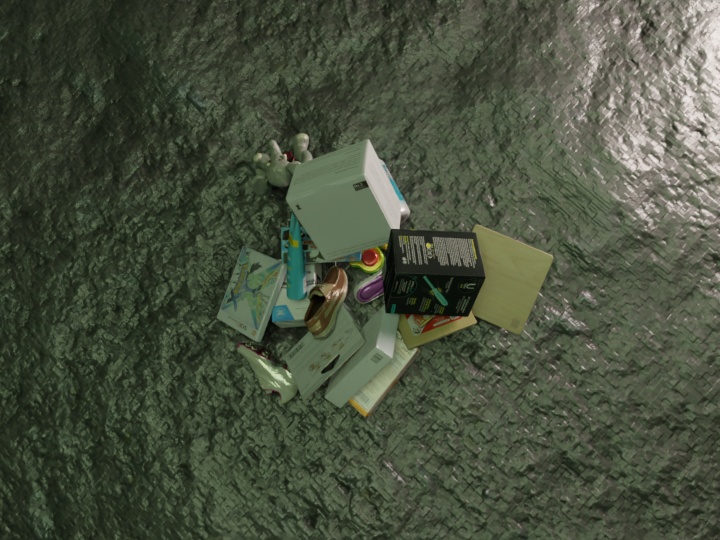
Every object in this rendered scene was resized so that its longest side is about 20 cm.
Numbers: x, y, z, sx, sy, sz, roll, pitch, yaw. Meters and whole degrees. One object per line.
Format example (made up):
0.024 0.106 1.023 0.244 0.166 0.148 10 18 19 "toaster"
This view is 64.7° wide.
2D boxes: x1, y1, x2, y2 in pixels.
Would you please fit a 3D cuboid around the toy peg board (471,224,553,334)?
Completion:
0.336 0.018 1.390 0.196 0.098 0.203 23 100 12 "toy peg board"

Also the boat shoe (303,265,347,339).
-0.084 0.064 1.356 0.075 0.072 0.203 -20 41 34 "boat shoe"

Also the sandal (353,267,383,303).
0.076 0.025 1.417 0.201 0.083 0.050 -37 36 6 "sandal"

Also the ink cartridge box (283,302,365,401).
-0.077 0.191 1.325 0.200 0.044 0.174 -44 37 4 "ink cartridge box"

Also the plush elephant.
-0.203 -0.262 1.461 0.161 0.155 0.205 -16 79 5 "plush elephant"

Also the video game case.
-0.277 0.055 1.441 0.180 0.022 0.204 20 88 41 "video game case"

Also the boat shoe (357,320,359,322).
-0.031 0.153 1.419 0.195 0.073 0.070 -3 74 23 "boat shoe"

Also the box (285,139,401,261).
-0.032 -0.154 1.290 0.195 0.202 0.133 -14 41 22 "box"

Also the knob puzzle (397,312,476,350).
0.154 0.074 1.350 0.214 0.031 0.224 -2 60 4 "knob puzzle"

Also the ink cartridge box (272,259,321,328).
-0.160 0.035 1.435 0.113 0.067 0.205 -6 70 12 "ink cartridge box"

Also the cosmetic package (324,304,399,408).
0.005 0.193 1.283 0.051 0.152 0.200 33 122 -14 "cosmetic package"

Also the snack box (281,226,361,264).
-0.100 -0.067 1.421 0.194 0.038 0.117 -3 36 -7 "snack box"

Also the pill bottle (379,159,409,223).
0.036 -0.203 1.443 0.109 0.111 0.203 -29 79 2 "pill bottle"

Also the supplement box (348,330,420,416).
0.055 0.245 1.365 0.073 0.126 0.201 39 87 13 "supplement box"

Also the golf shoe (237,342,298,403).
-0.239 0.257 1.431 0.197 0.075 0.093 31 90 12 "golf shoe"

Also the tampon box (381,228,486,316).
0.156 0.006 1.261 0.195 0.151 0.128 3 51 -7 "tampon box"

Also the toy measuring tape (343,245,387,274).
0.000 0.000 1.440 0.200 0.074 0.074 -44 78 2 "toy measuring tape"

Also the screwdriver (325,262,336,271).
-0.087 -0.077 1.483 0.027 0.029 0.205 -11 81 6 "screwdriver"

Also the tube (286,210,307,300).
-0.150 -0.033 1.328 0.049 0.077 0.205 -7 115 -20 "tube"
